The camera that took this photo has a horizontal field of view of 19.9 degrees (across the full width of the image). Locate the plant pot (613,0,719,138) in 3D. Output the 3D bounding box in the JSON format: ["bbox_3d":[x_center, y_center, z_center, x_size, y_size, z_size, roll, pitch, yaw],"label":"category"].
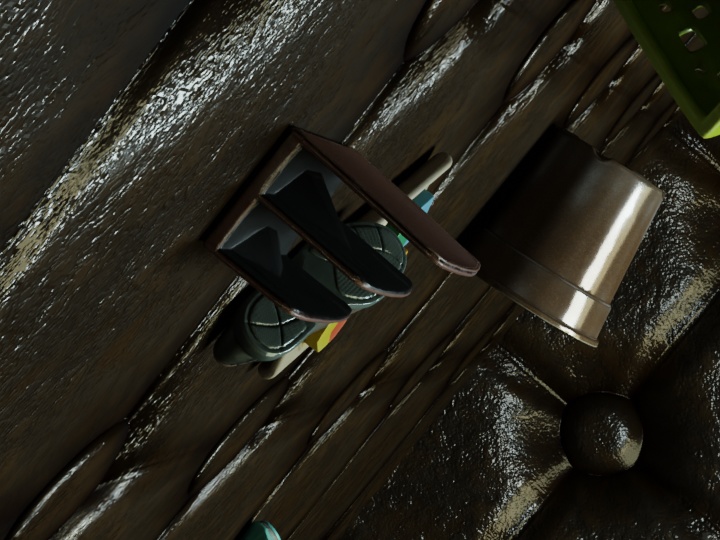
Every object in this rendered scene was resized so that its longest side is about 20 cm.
[{"bbox_3d":[0.370,-0.267,1.874,0.181,0.200,0.200,-17,157,-30],"label":"plant pot"}]

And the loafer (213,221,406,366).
[{"bbox_3d":[-0.044,0.019,1.647,0.200,0.072,0.063,-32,-179,-44],"label":"loafer"}]

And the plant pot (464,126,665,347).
[{"bbox_3d":[0.242,-0.047,2.403,0.199,0.200,0.200,-59,170,5],"label":"plant pot"}]

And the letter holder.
[{"bbox_3d":[-0.004,-0.010,1.429,0.101,0.142,0.200,-51,171,6],"label":"letter holder"}]

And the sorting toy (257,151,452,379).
[{"bbox_3d":[0.000,0.000,1.834,0.185,0.036,0.200,-41,168,-45],"label":"sorting toy"}]

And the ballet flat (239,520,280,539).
[{"bbox_3d":[-0.141,0.379,2.621,0.070,0.067,0.200,-32,163,-19],"label":"ballet flat"}]
